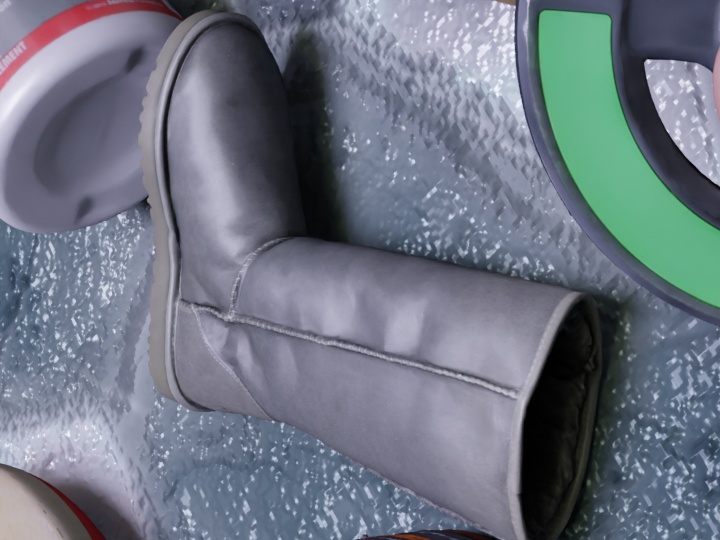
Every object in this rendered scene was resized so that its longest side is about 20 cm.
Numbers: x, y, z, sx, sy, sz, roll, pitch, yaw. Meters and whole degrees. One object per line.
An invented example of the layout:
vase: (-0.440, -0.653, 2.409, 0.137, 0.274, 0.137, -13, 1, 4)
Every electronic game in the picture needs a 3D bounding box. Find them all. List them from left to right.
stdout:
electronic game: (0.146, -0.074, 0.661, 0.198, 0.042, 0.202, 0, 107, -1)

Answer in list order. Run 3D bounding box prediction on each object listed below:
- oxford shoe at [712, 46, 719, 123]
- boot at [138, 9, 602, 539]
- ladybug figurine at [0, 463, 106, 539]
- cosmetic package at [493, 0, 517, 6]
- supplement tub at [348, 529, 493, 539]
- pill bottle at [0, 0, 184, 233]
oxford shoe: (0.163, 0.017, 0.637, 0.071, 0.074, 0.200, -32, 110, 14)
boot: (0.002, -0.001, 0.835, 0.199, 0.072, 0.183, 15, 113, 46)
ladybug figurine: (-0.140, 0.175, 0.952, 0.135, 0.072, 0.201, -30, 71, 37)
cosmetic package: (0.040, -0.127, 0.707, 0.105, 0.199, 0.072, 32, 110, 55)
supplement tub: (-0.020, 0.151, 0.765, 0.106, 0.199, 0.108, 0, 90, 39)
pill bottle: (-0.162, -0.121, 0.949, 0.200, 0.113, 0.114, 49, 119, 30)
